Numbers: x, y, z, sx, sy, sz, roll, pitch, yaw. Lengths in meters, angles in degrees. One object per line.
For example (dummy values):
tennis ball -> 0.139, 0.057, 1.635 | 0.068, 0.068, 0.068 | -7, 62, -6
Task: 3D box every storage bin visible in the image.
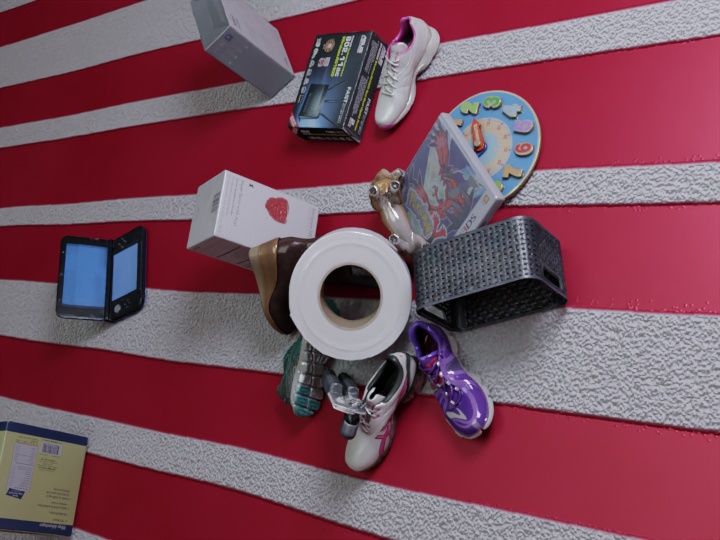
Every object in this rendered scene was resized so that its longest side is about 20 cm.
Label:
storage bin -> 0.185, 0.010, 1.186 | 0.197, 0.134, 0.096 | -19, 61, 32

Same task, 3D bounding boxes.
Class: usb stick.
usb stick -> 0.000, 0.000, 1.408 | 0.197, 0.032, 0.057 | 7, 81, 39

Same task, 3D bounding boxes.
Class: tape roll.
tape roll -> -0.015, 0.037, 1.305 | 0.196, 0.071, 0.208 | 0, 98, 3

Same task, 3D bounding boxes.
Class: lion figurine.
lion figurine -> 0.063, -0.077, 1.322 | 0.071, 0.123, 0.205 | -18, 77, 3

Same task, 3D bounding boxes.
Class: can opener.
can opener -> -0.032, 0.207, 1.275 | 0.200, 0.052, 0.069 | -152, 76, -80

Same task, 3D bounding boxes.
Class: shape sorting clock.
shape sorting clock -> 0.197, -0.197, 1.323 | 0.196, 0.039, 0.205 | -16, 64, 34

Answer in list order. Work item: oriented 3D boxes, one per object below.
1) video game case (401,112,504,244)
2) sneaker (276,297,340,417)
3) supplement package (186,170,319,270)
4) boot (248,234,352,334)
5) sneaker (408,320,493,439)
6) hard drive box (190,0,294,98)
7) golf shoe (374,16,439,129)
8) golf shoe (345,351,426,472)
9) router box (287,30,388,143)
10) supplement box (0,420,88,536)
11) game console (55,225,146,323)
video game case -> 0.132, -0.116, 1.312 | 0.184, 0.023, 0.202 | -57, 44, 35
sneaker -> -0.097, 0.141, 1.404 | 0.090, 0.077, 0.205 | 13, 83, 48
supplement package -> -0.189, -0.077, 1.464 | 0.119, 0.197, 0.125 | -17, 61, 52
boot -> -0.091, 0.027, 1.407 | 0.162, 0.203, 0.073 | -7, 39, 12
sneaker -> 0.122, 0.160, 1.214 | 0.081, 0.083, 0.202 | -43, 52, 16
hard drive box -> -0.239, -0.472, 1.674 | 0.076, 0.198, 0.158 | -36, 53, 21
golf shoe -> 0.065, -0.354, 1.457 | 0.074, 0.091, 0.204 | 23, 89, 40
golf shoe -> 0.022, 0.215, 1.268 | 0.072, 0.091, 0.204 | 28, 93, 36
router box -> -0.043, -0.349, 1.559 | 0.147, 0.062, 0.205 | 9, 78, 39
supplement box -> -0.695, 0.432, 1.686 | 0.132, 0.199, 0.205 | -10, 66, 35
game console -> -0.570, 0.001, 1.810 | 0.168, 0.117, 0.205 | -22, 60, 30
